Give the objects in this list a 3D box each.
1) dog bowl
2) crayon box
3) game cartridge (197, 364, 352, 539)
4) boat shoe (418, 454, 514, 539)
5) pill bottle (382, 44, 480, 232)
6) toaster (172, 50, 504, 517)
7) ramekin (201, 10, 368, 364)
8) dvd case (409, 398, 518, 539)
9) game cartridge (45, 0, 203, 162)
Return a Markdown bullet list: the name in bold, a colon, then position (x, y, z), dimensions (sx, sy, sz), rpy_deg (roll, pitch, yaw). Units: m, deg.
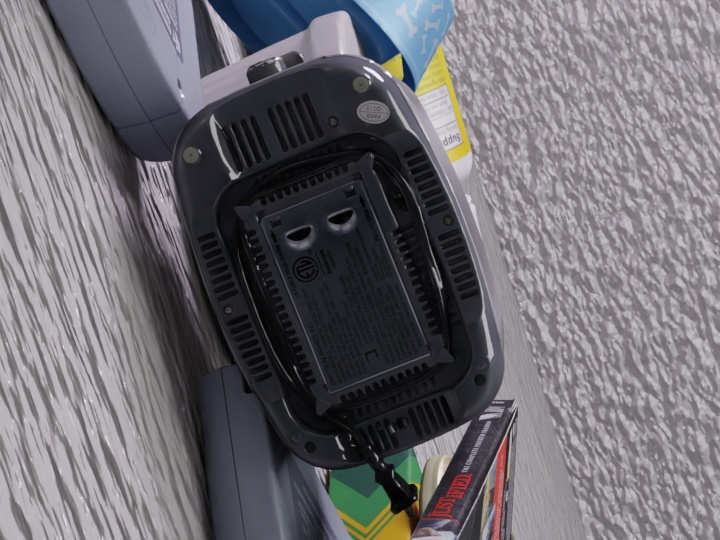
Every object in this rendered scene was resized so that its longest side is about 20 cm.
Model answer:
- **dog bowl**: position (-0.017, -0.147, 1.441), dimensions (0.111, 0.050, 0.200), rpy_deg (45, -15, -18)
- **crayon box**: position (0.021, 0.188, 1.423), dimensions (0.200, 0.051, 0.127), rpy_deg (-86, 160, -69)
- **game cartridge**: position (-0.026, 0.148, 1.195), dimensions (0.200, 0.040, 0.134), rpy_deg (65, 8, -52)
- **boat shoe**: position (0.073, 0.184, 1.368), dimensions (0.073, 0.063, 0.201), rpy_deg (65, 13, -54)
- **pill bottle**: position (0.004, -0.097, 1.656), dimensions (0.114, 0.114, 0.201), rpy_deg (-73, 147, -78)
- **toaster**: position (0.000, 0.000, 1.166), dimensions (0.129, 0.113, 0.201), rpy_deg (-44, 111, -81)
- **ramekin**: position (-0.025, -0.021, 1.333), dimensions (0.202, 0.094, 0.203), rpy_deg (-16, 90, -84)
- **dvd case**: position (0.040, 0.155, 1.150), dimensions (0.200, 0.022, 0.147), rpy_deg (-57, 151, -69)
- **game cartridge**: position (-0.113, -0.145, 1.139), dimensions (0.200, 0.041, 0.133), rpy_deg (67, 7, -48)
